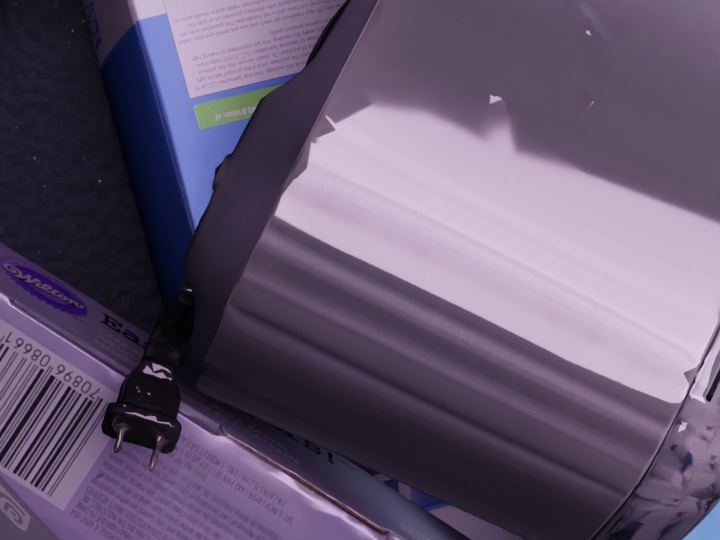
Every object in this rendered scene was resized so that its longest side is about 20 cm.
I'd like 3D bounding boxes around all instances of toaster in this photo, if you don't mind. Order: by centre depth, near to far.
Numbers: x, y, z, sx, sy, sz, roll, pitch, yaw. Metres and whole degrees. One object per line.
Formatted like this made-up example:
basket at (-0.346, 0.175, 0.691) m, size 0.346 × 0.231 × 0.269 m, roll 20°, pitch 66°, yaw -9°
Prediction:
toaster at (0.041, -0.021, 0.662) m, size 0.129 × 0.114 × 0.201 m, roll 27°, pitch 68°, yaw 1°

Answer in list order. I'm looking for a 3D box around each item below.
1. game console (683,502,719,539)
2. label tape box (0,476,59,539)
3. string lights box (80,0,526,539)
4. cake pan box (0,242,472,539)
game console at (0.150, 0.084, 0.728) m, size 0.176 × 0.116 × 0.200 m, roll 47°, pitch 27°, yaw -26°
label tape box at (-0.081, 0.163, 0.665) m, size 0.143 × 0.066 × 0.200 m, roll -39°, pitch 99°, yaw 9°
string lights box at (0.000, 0.000, 0.783) m, size 0.102 × 0.059 × 0.201 m, roll -13°, pitch 85°, yaw -17°
cake pan box at (-0.066, 0.117, 0.712) m, size 0.199 × 0.052 × 0.185 m, roll 31°, pitch 99°, yaw -8°
